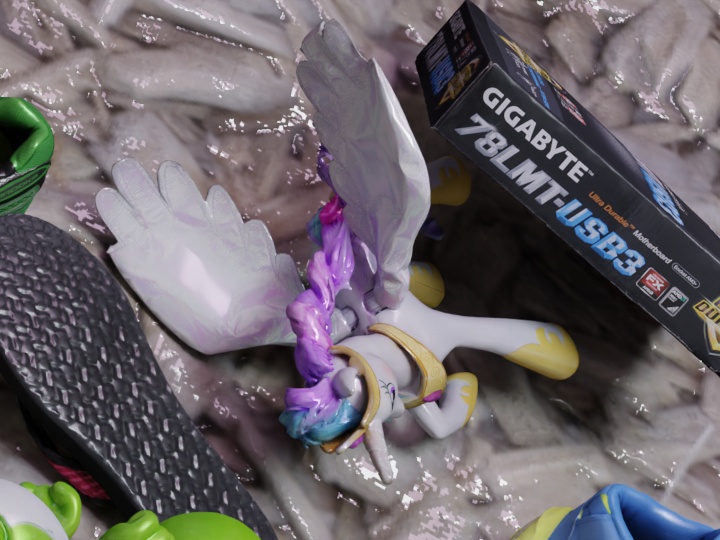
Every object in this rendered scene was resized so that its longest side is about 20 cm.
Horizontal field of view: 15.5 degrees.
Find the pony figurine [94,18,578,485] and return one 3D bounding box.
[{"bbox_3d":[0.000,0.000,1.221,0.194,0.166,0.200,59,28,9],"label":"pony figurine"}]

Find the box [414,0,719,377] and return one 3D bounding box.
[{"bbox_3d":[0.116,-0.040,1.316,0.198,0.050,0.200,40,10,-9],"label":"box"}]

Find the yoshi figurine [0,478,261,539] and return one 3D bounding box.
[{"bbox_3d":[-0.114,0.111,1.055,0.199,0.112,0.113,35,35,-12],"label":"yoshi figurine"}]

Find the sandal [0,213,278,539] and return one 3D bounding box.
[{"bbox_3d":[-0.111,0.068,1.148,0.075,0.045,0.201,-39,97,-43],"label":"sandal"}]

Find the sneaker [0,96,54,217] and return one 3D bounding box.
[{"bbox_3d":[-0.224,-0.058,1.130,0.199,0.085,0.078,2,54,-35],"label":"sneaker"}]

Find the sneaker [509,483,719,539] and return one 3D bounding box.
[{"bbox_3d":[0.149,0.181,1.192,0.200,0.105,0.076,47,42,8],"label":"sneaker"}]
